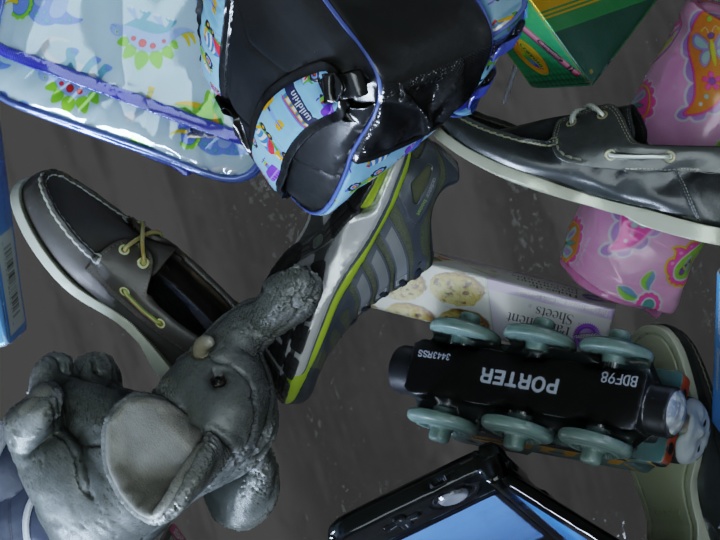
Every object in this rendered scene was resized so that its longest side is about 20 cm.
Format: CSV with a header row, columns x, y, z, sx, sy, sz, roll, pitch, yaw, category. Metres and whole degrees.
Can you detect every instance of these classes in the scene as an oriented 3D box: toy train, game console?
x,y,z,sx,sy,sz,roll,pitch,yaw,category
0.118,0.079,1.452,0.200,0.114,0.085,6,77,32,toy train
0.102,0.190,1.448,0.176,0.200,0.116,-27,63,10,game console

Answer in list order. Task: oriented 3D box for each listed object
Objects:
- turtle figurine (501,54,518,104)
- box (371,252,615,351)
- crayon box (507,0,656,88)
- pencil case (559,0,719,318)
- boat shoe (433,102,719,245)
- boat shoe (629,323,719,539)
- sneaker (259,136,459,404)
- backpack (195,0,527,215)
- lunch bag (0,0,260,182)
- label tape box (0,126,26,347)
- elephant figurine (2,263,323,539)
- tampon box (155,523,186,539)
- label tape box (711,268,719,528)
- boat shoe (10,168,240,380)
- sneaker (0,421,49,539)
x,y,z,sx,sy,sz,roll,pitch,yaw,category
0.048,-0.165,1.453,0.150,0.101,0.200,-2,95,4,turtle figurine
0.063,0.015,1.512,0.200,0.039,0.041,15,102,2,box
0.098,-0.220,1.395,0.200,0.058,0.119,50,63,-26,crayon box
0.198,-0.068,1.466,0.087,0.087,0.200,24,102,-1,pencil case
0.143,-0.070,1.404,0.200,0.072,0.068,17,101,14,boat shoe
0.219,0.124,1.511,0.066,0.074,0.200,-19,100,-34,boat shoe
0.000,0.000,1.456,0.081,0.074,0.200,14,114,-32,sneaker
-0.012,-0.136,1.339,0.134,0.200,0.183,-25,72,-23,backpack
-0.127,-0.150,1.475,0.200,0.082,0.161,22,105,1,lunch bag
-0.327,-0.018,1.523,0.200,0.063,0.144,-5,101,5,label tape box
-0.108,0.101,1.424,0.200,0.142,0.155,-7,118,33,elephant figurine
-0.121,0.296,1.525,0.126,0.150,0.200,-36,96,11,tampon box
0.253,0.037,1.402,0.066,0.200,0.143,31,149,29,label tape box
-0.136,0.004,1.503,0.201,0.072,0.061,46,126,-12,boat shoe
-0.231,0.208,1.557,0.108,0.070,0.200,20,99,2,sneaker
